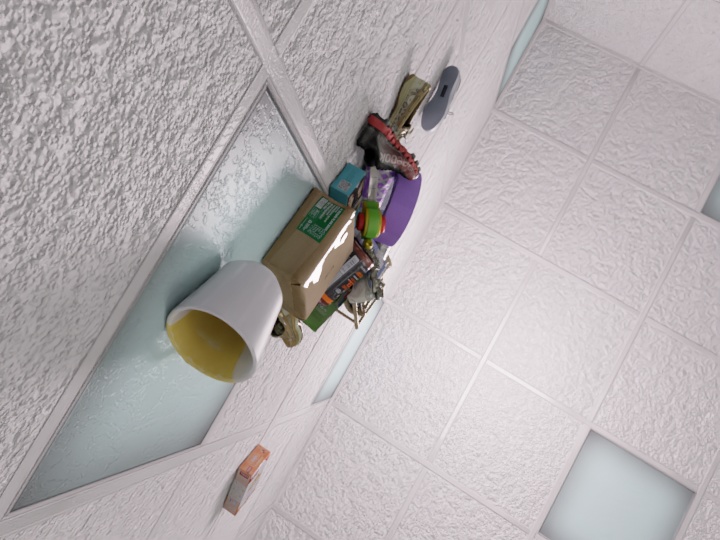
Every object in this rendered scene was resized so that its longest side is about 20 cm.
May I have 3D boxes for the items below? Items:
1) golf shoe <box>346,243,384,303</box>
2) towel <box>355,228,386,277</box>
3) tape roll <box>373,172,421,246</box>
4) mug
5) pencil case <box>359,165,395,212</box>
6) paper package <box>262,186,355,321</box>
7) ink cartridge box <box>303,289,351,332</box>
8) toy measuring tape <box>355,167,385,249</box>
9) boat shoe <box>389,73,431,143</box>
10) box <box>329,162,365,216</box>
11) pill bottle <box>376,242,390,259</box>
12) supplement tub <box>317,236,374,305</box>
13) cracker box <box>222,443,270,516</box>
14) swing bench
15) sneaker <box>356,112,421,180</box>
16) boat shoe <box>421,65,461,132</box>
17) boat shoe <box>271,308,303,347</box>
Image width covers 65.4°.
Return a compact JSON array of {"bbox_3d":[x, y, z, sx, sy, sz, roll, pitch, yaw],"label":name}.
[{"bbox_3d":[0.000,0.000,1.393,0.202,0.096,0.079,-91,156,-52],"label":"golf shoe"},{"bbox_3d":[-0.007,-0.045,1.464,0.023,0.202,0.147,-8,-148,40],"label":"towel"},{"bbox_3d":[0.084,-0.166,1.427,0.200,0.064,0.204,-159,-91,-79],"label":"tape roll"},{"bbox_3d":[-0.210,0.064,0.873,0.154,0.183,0.151,-62,142,-46],"label":"mug"},{"bbox_3d":[0.036,-0.230,1.380,0.085,0.084,0.203,-8,128,-51],"label":"pencil case"},{"bbox_3d":[-0.102,-0.030,1.150,0.202,0.102,0.191,-56,169,-23],"label":"paper package"},{"bbox_3d":[-0.078,0.076,1.534,0.200,0.059,0.104,-46,-176,44],"label":"ink cartridge box"},{"bbox_3d":[0.029,-0.148,1.293,0.073,0.072,0.205,-26,125,-73],"label":"toy measuring tape"},{"bbox_3d":[0.110,-0.376,1.383,0.073,0.062,0.202,-50,166,-49],"label":"boat shoe"},{"bbox_3d":[-0.037,-0.150,1.304,0.083,0.049,0.201,-56,169,-29],"label":"box"},{"bbox_3d":[0.058,-0.124,1.673,0.203,0.115,0.116,-63,170,8],"label":"pill bottle"},{"bbox_3d":[-0.071,0.008,1.315,0.199,0.108,0.107,-40,171,4],"label":"supplement tub"},{"bbox_3d":[-0.383,0.707,1.897,0.203,0.057,0.134,-67,169,26],"label":"cracker box"},{"bbox_3d":[0.004,0.040,1.810,0.200,0.128,0.202,-52,167,-39],"label":"swing bench"},{"bbox_3d":[0.061,-0.258,1.267,0.098,0.071,0.200,-48,133,1],"label":"sneaker"},{"bbox_3d":[0.250,-0.505,1.694,0.086,0.074,0.205,16,97,-62],"label":"boat shoe"},{"bbox_3d":[-0.184,0.131,1.325,0.076,0.071,0.202,-38,153,-28],"label":"boat shoe"}]
